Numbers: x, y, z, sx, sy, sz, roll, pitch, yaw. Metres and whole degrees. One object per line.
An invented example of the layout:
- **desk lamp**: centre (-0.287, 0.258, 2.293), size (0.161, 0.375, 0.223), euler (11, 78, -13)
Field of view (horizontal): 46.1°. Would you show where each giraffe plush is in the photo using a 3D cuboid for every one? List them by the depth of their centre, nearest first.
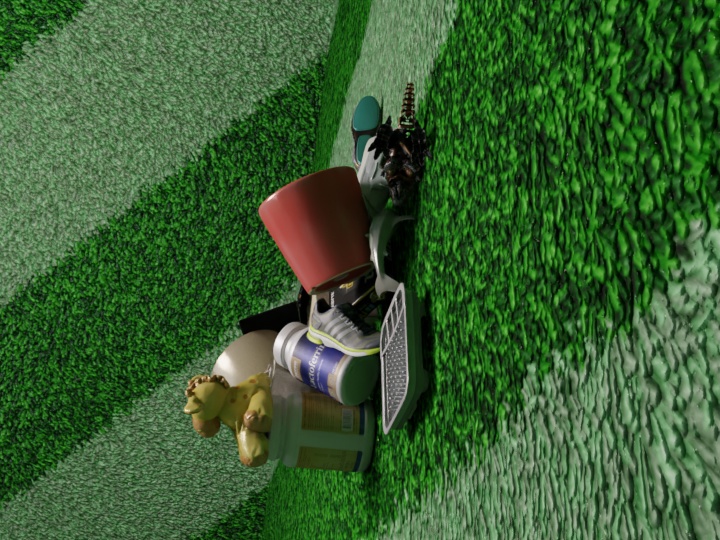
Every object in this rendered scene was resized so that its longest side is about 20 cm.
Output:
- **giraffe plush**: centre (-0.248, 0.260, 1.581), size (0.173, 0.161, 0.202), euler (140, 136, -77)

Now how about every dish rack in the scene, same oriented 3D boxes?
- **dish rack**: centre (0.069, 0.140, 1.325), size (0.172, 0.043, 0.201), euler (110, 164, -53)

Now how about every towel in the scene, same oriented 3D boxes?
- **towel**: centre (-0.122, 0.279, 1.718), size (0.034, 0.198, 0.134), euler (-122, 53, -71)

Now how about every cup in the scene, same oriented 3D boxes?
- **cup**: centre (-0.198, 0.249, 1.805), size (0.143, 0.199, 0.202), euler (39, 128, 42)

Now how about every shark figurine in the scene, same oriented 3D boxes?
- **shark figurine**: centre (0.056, -0.058, 1.464), size (0.215, 0.089, 0.129), euler (-82, -29, -49)

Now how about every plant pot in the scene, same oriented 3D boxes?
- **plant pot**: centre (-0.064, -0.064, 1.523), size (0.200, 0.199, 0.179), euler (127, 121, -73)

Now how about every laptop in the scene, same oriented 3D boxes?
- **laptop**: centre (-0.176, 0.068, 1.873), size (0.188, 0.115, 0.202), euler (93, -169, -66)

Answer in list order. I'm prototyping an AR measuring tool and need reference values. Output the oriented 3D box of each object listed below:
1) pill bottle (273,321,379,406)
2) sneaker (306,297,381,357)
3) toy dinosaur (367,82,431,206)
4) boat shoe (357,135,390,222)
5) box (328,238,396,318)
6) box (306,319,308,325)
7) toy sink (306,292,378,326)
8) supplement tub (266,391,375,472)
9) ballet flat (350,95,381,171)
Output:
- **pill bottle**: centre (-0.069, 0.175, 1.642), size (0.199, 0.115, 0.117), euler (20, 108, 38)
- **sneaker**: centre (-0.020, 0.103, 1.532), size (0.074, 0.199, 0.082), euler (-18, -67, -50)
- **toy dinosaur**: centre (0.068, -0.214, 1.452), size (0.136, 0.101, 0.202), euler (-23, -82, -82)
- **boat shoe**: centre (0.038, -0.176, 1.620), size (0.071, 0.070, 0.203), euler (-10, 60, 40)
- **box**: centre (0.000, 0.000, 1.645), size (0.160, 0.049, 0.201), euler (-41, 34, 34)
- **box**: centre (-0.072, 0.232, 1.890), size (0.199, 0.122, 0.201), euler (-93, 14, -45)
- **toy sink**: centre (-0.042, 0.093, 1.782), size (0.200, 0.129, 0.113), euler (-105, 23, -64)
- **supplement tub**: centre (-0.080, 0.311, 1.639), size (0.145, 0.198, 0.146), euler (-173, 90, -81)
- **ballet flat**: centre (0.012, -0.302, 1.929), size (0.072, 0.071, 0.202), euler (113, 163, -61)
